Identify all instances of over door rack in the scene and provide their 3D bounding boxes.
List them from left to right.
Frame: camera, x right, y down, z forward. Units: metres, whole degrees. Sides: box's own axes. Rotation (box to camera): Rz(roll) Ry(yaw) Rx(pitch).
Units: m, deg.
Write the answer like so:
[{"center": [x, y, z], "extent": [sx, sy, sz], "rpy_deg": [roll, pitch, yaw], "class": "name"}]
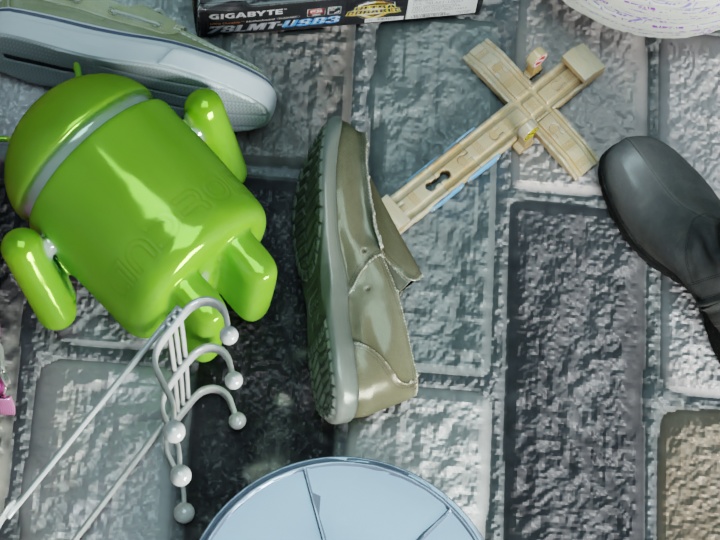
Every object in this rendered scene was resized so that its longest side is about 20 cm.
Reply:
[{"center": [-0.144, 0.120, 1.384], "extent": [0.200, 0.148, 0.067], "rpy_deg": [-41, 71, -19], "class": "over door rack"}]

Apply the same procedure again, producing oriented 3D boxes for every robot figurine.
[{"center": [-0.139, -0.040, 1.463], "extent": [0.175, 0.116, 0.200], "rpy_deg": [-41, 77, -20], "class": "robot figurine"}]

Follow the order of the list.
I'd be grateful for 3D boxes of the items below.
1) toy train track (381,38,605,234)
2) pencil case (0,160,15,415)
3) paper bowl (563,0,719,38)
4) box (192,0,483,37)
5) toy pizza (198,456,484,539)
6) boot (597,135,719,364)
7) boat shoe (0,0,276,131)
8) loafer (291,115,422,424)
[{"center": [0.083, -0.088, 1.547], "extent": [0.200, 0.033, 0.115], "rpy_deg": [-39, 76, -17], "class": "toy train track"}, {"center": [-0.262, 0.002, 1.452], "extent": [0.093, 0.091, 0.201], "rpy_deg": [-8, 67, 4], "class": "pencil case"}, {"center": [0.202, -0.250, 1.583], "extent": [0.199, 0.104, 0.202], "rpy_deg": [2, 68, -5], "class": "paper bowl"}, {"center": [-0.025, -0.263, 1.600], "extent": [0.197, 0.050, 0.201], "rpy_deg": [-4, 68, -8], "class": "box"}, {"center": [-0.011, 0.212, 1.421], "extent": [0.198, 0.032, 0.202], "rpy_deg": [1, 69, -4], "class": "toy pizza"}, {"center": [0.231, -0.025, 1.481], "extent": [0.070, 0.132, 0.200], "rpy_deg": [-33, 75, -16], "class": "boot"}, {"center": [-0.147, -0.145, 1.530], "extent": [0.199, 0.072, 0.062], "rpy_deg": [16, 62, 2], "class": "boat shoe"}, {"center": [0.000, 0.000, 1.491], "extent": [0.069, 0.075, 0.202], "rpy_deg": [1, 73, -17], "class": "loafer"}]
